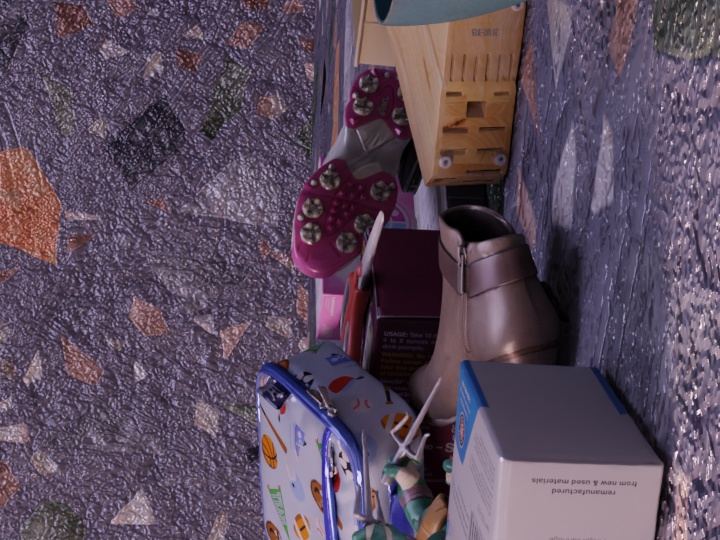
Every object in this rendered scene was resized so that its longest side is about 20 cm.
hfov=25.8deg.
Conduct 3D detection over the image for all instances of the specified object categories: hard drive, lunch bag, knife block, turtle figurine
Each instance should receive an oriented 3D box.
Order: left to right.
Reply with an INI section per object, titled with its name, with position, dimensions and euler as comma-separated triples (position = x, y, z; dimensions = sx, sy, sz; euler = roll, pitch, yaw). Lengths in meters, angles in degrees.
[lunch bag]
position = -0.012, 0.158, 1.116
dimensions = 0.160, 0.075, 0.202
euler = 39, 140, 51
[turtle figurine]
position = 0.036, 0.171, 0.952
dimensions = 0.150, 0.100, 0.202
euler = 4, -76, -79
[knife block]
position = 0.059, -0.183, 1.210
dimensions = 0.176, 0.063, 0.202
euler = -137, 48, -62
[hard drive]
position = 0.074, -0.067, 1.346
dimensions = 0.140, 0.037, 0.201
euler = 102, 170, -54

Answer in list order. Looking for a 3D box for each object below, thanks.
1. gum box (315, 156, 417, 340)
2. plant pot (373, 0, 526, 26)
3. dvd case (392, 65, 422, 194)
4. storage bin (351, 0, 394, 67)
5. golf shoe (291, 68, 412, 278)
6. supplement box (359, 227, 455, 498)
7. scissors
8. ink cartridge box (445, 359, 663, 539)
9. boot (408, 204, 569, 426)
[gum box]
position = 0.014, -0.018, 1.522
dimensions = 0.066, 0.112, 0.201
euler = 99, 172, -46
[plant pot]
position = 0.083, -0.232, 0.868
dimensions = 0.200, 0.133, 0.202
euler = -177, 90, -84
[dvd case]
position = 0.064, -0.185, 1.320
dimensions = 0.149, 0.016, 0.201
euler = -103, 32, -55
[storage bin]
position = 0.045, -0.324, 1.485
dimensions = 0.201, 0.093, 0.200
euler = -93, 9, -47
[golf shoe]
position = -0.004, -0.068, 1.288
dimensions = 0.092, 0.075, 0.201
euler = 110, -176, -61
[supplement box]
position = 0.047, 0.086, 1.216
dimensions = 0.131, 0.102, 0.202
euler = -96, 10, -58
[scissors]
position = 0.000, 0.000, 1.150
dimensions = 0.201, 0.014, 0.074
euler = 99, 173, -49
[ink cartridge box]
position = 0.093, 0.166, 0.831
dimensions = 0.145, 0.084, 0.202
euler = -106, 21, -73
[boot]
position = 0.074, 0.031, 1.028
dimensions = 0.200, 0.070, 0.148
euler = 16, 119, 64
